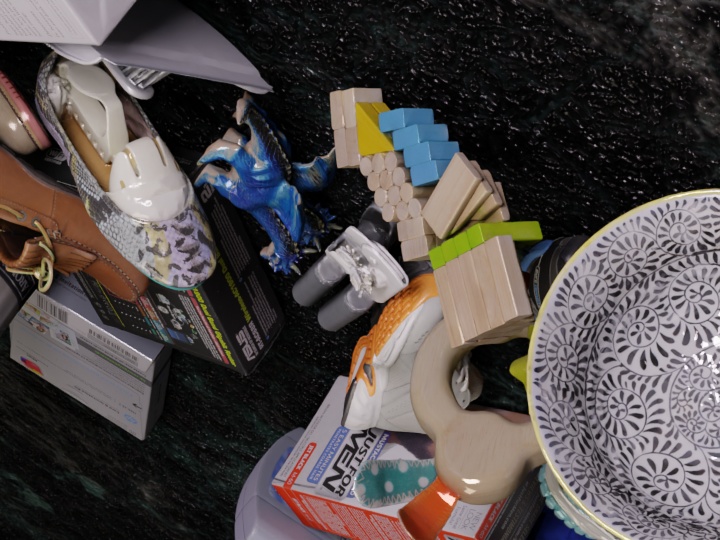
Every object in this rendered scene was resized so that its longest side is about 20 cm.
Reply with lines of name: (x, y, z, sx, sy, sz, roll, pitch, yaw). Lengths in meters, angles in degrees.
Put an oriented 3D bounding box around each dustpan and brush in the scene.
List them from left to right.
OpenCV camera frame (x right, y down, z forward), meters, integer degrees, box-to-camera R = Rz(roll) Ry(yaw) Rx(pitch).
dustpan and brush: (-0.160, -0.155, 1.042, 0.139, 0.057, 0.200, 4, -141, -48)

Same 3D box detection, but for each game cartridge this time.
game cartridge: (-0.035, 0.204, 1.417, 0.133, 0.200, 0.042, 39, 110, -5)

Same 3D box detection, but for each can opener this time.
can opener: (0.000, 0.000, 1.153, 0.053, 0.066, 0.200, 46, 161, -1)

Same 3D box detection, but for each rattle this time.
rattle: (0.078, 0.118, 1.096, 0.130, 0.200, 0.143, 25, 151, 7)

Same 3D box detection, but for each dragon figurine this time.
dragon figurine: (-0.050, -0.060, 1.102, 0.099, 0.059, 0.200, 32, 158, -1)

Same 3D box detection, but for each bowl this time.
bowl: (0.197, 0.065, 0.925, 0.200, 0.201, 0.094, 21, 170, 24)

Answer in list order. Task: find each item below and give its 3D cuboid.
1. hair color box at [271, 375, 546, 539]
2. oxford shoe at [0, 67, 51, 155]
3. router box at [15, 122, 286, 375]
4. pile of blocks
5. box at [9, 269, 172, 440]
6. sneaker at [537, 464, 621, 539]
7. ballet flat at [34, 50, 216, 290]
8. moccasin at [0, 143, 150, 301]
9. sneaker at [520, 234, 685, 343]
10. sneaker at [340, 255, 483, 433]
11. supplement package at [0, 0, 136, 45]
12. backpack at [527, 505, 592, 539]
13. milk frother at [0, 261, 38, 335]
hair color box: (0.043, 0.154, 1.299, 0.200, 0.111, 0.064, 9, 145, 39)
oxford shoe: (-0.293, -0.122, 1.204, 0.200, 0.075, 0.071, 34, 160, 36)
router box: (-0.156, -0.019, 1.284, 0.150, 0.062, 0.200, 18, 149, 30)
pile of blocks: (0.056, -0.043, 0.982, 0.200, 0.062, 0.082, 58, 133, 30)
box: (-0.247, 0.068, 1.555, 0.156, 0.041, 0.200, 31, 152, 6)
sneaker: (0.219, 0.181, 1.190, 0.200, 0.078, 0.086, 32, 150, 3)
ballet flat: (-0.158, -0.076, 1.126, 0.200, 0.072, 0.072, 54, 162, 25)
moccasin: (-0.227, -0.029, 1.170, 0.074, 0.078, 0.201, 5, 156, 43)
sneaker: (0.181, 0.051, 1.018, 0.200, 0.071, 0.083, 39, 159, -4)
sneaker: (0.048, 0.056, 1.195, 0.092, 0.076, 0.200, 13, 151, -5)
supplement package: (-0.210, -0.211, 0.960, 0.200, 0.120, 0.121, 9, 146, 39)
backpack: (0.138, 0.291, 1.323, 0.168, 0.200, 0.163, 2, 139, 47)
milk frother: (-0.374, -0.008, 1.405, 0.200, 0.188, 0.181, 1, 138, 47)
